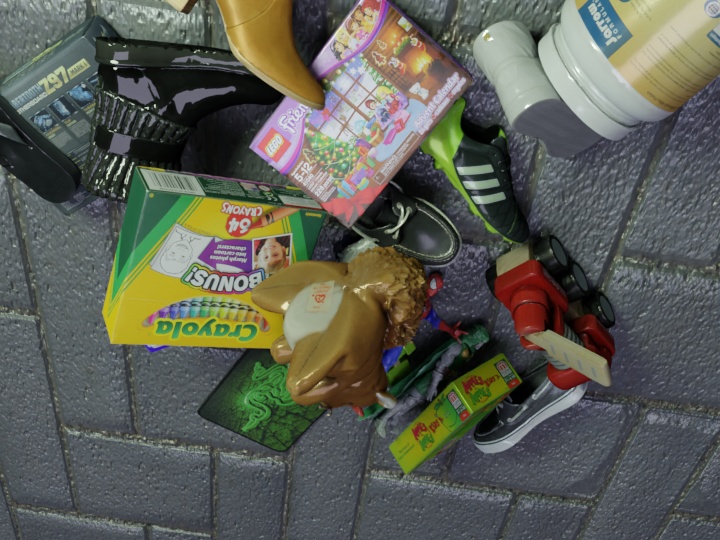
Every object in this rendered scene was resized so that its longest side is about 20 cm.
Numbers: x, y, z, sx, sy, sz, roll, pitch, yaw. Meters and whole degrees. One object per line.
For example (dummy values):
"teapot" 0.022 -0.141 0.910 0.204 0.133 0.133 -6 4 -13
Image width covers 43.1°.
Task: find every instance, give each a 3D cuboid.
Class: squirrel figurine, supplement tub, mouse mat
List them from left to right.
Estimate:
"mouse mat" -0.135 0.194 1.346 0.159 0.008 0.200 27 129 -18
"squirrel figurine" 0.004 0.072 0.978 0.198 0.142 0.188 -36 140 -4
"supplement tub" 0.270 -0.227 0.810 0.143 0.146 0.200 32 128 -22

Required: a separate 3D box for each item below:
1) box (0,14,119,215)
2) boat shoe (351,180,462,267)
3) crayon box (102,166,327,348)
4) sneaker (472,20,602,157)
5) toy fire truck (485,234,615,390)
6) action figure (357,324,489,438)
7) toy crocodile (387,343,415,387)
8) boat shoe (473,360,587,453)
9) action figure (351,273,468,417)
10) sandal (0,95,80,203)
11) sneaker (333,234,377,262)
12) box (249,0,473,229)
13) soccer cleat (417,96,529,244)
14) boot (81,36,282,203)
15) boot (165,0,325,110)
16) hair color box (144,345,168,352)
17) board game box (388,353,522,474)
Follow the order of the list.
"box" -0.308 -0.164 1.003 0.197 0.052 0.158 -24 126 27
"boat shoe" 0.023 -0.067 1.005 0.198 0.060 0.075 35 95 2
"crayon box" -0.153 -0.007 0.953 0.196 0.058 0.175 4 118 -31
"sneaker" 0.180 -0.186 0.910 0.073 0.117 0.199 -33 159 23
"toy fire truck" 0.240 0.080 1.060 0.127 0.202 0.176 -28 125 29
"action figure" 0.096 0.143 1.211 0.200 0.055 0.117 -47 159 20
"toy crocodile" 0.012 0.079 1.188 0.067 0.062 0.201 -42 124 -5
"boat shoe" 0.215 0.180 1.246 0.067 0.073 0.199 35 130 -19
"action figure" 0.052 0.096 1.124 0.065 0.099 0.202 34 91 -35
"sandal" -0.388 -0.141 0.972 0.199 0.043 0.076 37 128 -22
"sneaker" 0.000 0.000 1.087 0.084 0.077 0.203 27 104 -4
"box" 0.000 -0.161 0.920 0.136 0.039 0.201 37 108 -12
"soccer cleat" 0.139 -0.106 0.997 0.080 0.068 0.200 -35 121 18
"boot" -0.176 -0.147 0.932 0.206 0.080 0.162 4 107 -11
"boot" -0.077 -0.259 0.837 0.200 0.071 0.145 37 101 -11
"hair color box" -0.185 0.016 1.115 0.197 0.111 0.065 -21 129 23
"board game box" 0.124 0.196 1.231 0.048 0.100 0.201 54 141 16
